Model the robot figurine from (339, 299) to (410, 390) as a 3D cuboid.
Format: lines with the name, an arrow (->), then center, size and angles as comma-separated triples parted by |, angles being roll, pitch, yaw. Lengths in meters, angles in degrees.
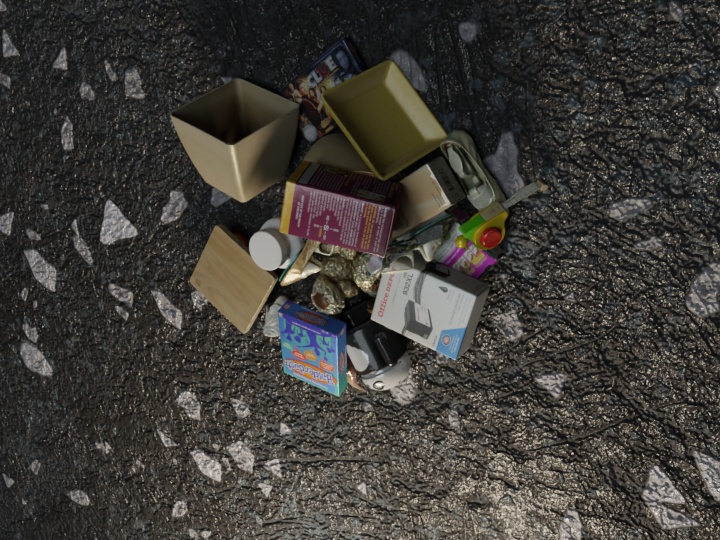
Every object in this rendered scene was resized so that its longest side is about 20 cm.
robot figurine -> 0.029, 0.167, 1.618 | 0.124, 0.150, 0.201 | -26, 94, 22

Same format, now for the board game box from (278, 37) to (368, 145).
board game box -> -0.065, -0.368, 1.519 | 0.199, 0.035, 0.136 | -29, 92, 37

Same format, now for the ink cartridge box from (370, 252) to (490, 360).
ink cartridge box -> 0.135, 0.064, 1.453 | 0.199, 0.084, 0.146 | 24, 115, 22

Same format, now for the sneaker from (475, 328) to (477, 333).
sneaker -> 0.156, 0.108, 1.560 | 0.199, 0.074, 0.080 | 10, 137, 26

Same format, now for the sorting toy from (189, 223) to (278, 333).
sorting toy -> -0.299, 0.013, 1.798 | 0.200, 0.070, 0.199 | 42, 125, 12

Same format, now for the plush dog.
plush dog -> 0.000, 0.000, 1.574 | 0.170, 0.160, 0.202 | 11, 95, 8

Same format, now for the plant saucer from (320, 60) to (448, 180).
plant saucer -> 0.042, -0.282, 1.402 | 0.201, 0.200, 0.048 | 54, 148, 2

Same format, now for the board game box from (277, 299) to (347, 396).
board game box -> -0.104, 0.174, 1.619 | 0.151, 0.045, 0.201 | 19, 135, 22

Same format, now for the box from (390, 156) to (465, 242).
box -> 0.091, -0.126, 1.416 | 0.199, 0.078, 0.095 | -32, 90, 34

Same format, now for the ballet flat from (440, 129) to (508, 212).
ballet flat -> 0.215, -0.173, 1.403 | 0.069, 0.069, 0.201 | -29, 92, 37

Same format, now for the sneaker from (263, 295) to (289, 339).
sneaker -> -0.174, 0.111, 1.738 | 0.199, 0.078, 0.100 | 1, 100, 49

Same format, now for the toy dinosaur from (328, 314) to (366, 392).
toy dinosaur -> -0.046, 0.201, 1.702 | 0.200, 0.086, 0.135 | 53, 129, 6

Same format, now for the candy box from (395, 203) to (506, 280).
candy box -> 0.174, -0.056, 1.478 | 0.200, 0.061, 0.137 | 46, 125, 8

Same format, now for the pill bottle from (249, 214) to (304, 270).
pill bottle -> -0.147, -0.072, 1.587 | 0.112, 0.200, 0.114 | 12, 116, 27

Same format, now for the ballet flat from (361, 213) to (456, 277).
ballet flat -> 0.102, -0.040, 1.400 | 0.199, 0.072, 0.072 | -24, 97, -6

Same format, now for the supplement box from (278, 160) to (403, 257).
supplement box -> -0.033, -0.115, 1.334 | 0.198, 0.131, 0.104 | 14, 116, 5

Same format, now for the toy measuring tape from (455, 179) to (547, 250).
toy measuring tape -> 0.268, -0.095, 1.379 | 0.199, 0.074, 0.074 | -32, 91, 2

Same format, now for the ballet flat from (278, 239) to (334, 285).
ballet flat -> -0.095, -0.037, 1.483 | 0.065, 0.071, 0.201 | 33, 112, 1

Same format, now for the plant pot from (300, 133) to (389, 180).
plant pot -> -0.043, -0.199, 1.499 | 0.200, 0.199, 0.135 | -32, 57, 37

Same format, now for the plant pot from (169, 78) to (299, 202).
plant pot -> -0.259, -0.270, 1.580 | 0.199, 0.200, 0.178 | 29, 140, 30
